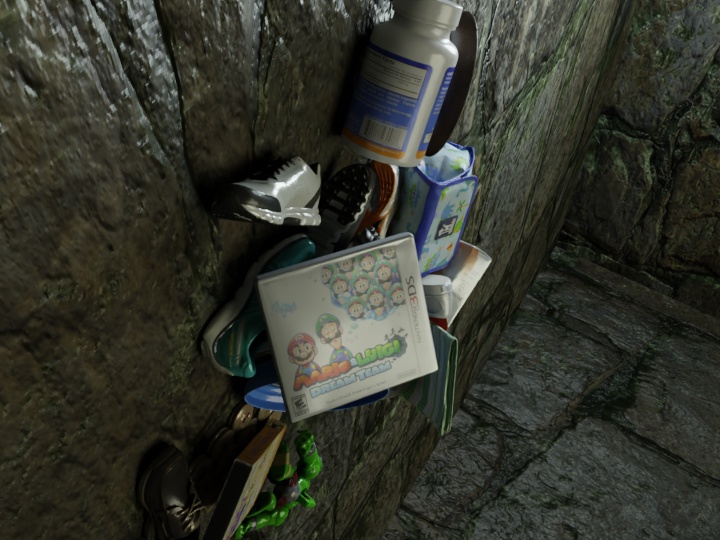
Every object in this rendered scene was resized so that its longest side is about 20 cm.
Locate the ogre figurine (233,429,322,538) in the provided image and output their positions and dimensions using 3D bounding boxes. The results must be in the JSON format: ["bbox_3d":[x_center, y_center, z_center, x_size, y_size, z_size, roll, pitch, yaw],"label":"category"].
[{"bbox_3d":[-0.132,0.368,1.304,0.120,0.098,0.200,49,57,-58],"label":"ogre figurine"}]

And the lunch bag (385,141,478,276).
[{"bbox_3d":[0.105,-0.099,1.199,0.200,0.127,0.170,-67,172,-60],"label":"lunch bag"}]

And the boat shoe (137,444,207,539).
[{"bbox_3d":[-0.228,0.296,0.974,0.075,0.073,0.200,-47,156,-41],"label":"boat shoe"}]

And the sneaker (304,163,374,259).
[{"bbox_3d":[-0.036,-0.053,1.043,0.200,0.066,0.090,-62,165,9],"label":"sneaker"}]

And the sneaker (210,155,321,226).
[{"bbox_3d":[-0.099,-0.089,0.835,0.200,0.074,0.080,-15,115,-72],"label":"sneaker"}]

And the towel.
[{"bbox_3d":[0.097,0.150,1.199,0.200,0.023,0.153,-145,-123,-69],"label":"towel"}]

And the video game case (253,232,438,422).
[{"bbox_3d":[-0.012,0.067,0.922,0.200,0.024,0.182,-17,107,-17],"label":"video game case"}]

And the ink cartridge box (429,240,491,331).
[{"bbox_3d":[0.117,0.037,1.296,0.200,0.050,0.162,-55,-159,-1],"label":"ink cartridge box"}]

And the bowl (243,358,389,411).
[{"bbox_3d":[-0.061,0.155,1.064,0.201,0.200,0.039,66,18,-67],"label":"bowl"}]

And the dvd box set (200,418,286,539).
[{"bbox_3d":[-0.164,0.304,1.097,0.200,0.029,0.146,-33,146,-81],"label":"dvd box set"}]

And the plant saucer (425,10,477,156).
[{"bbox_3d":[0.104,-0.258,1.055,0.200,0.032,0.200,-168,-90,-75],"label":"plant saucer"}]

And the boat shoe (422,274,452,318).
[{"bbox_3d":[0.061,0.041,1.219,0.072,0.200,0.069,-23,110,-52],"label":"boat shoe"}]

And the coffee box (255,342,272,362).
[{"bbox_3d":[-0.042,0.081,1.030,0.123,0.200,0.044,46,29,-71],"label":"coffee box"}]

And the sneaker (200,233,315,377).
[{"bbox_3d":[-0.110,0.044,0.944,0.200,0.080,0.078,-57,161,-20],"label":"sneaker"}]

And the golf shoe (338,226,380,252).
[{"bbox_3d":[0.000,0.000,1.031,0.094,0.078,0.200,-36,164,2],"label":"golf shoe"}]

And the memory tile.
[{"bbox_3d":[-0.183,0.257,1.137,0.200,0.017,0.153,-53,159,-31],"label":"memory tile"}]

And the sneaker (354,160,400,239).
[{"bbox_3d":[0.019,-0.071,1.157,0.092,0.076,0.200,-31,145,-66],"label":"sneaker"}]

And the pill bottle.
[{"bbox_3d":[0.054,-0.240,0.954,0.112,0.112,0.200,-28,141,-60],"label":"pill bottle"}]

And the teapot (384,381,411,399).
[{"bbox_3d":[-0.008,0.113,1.205,0.197,0.200,0.146,35,48,-51],"label":"teapot"}]
